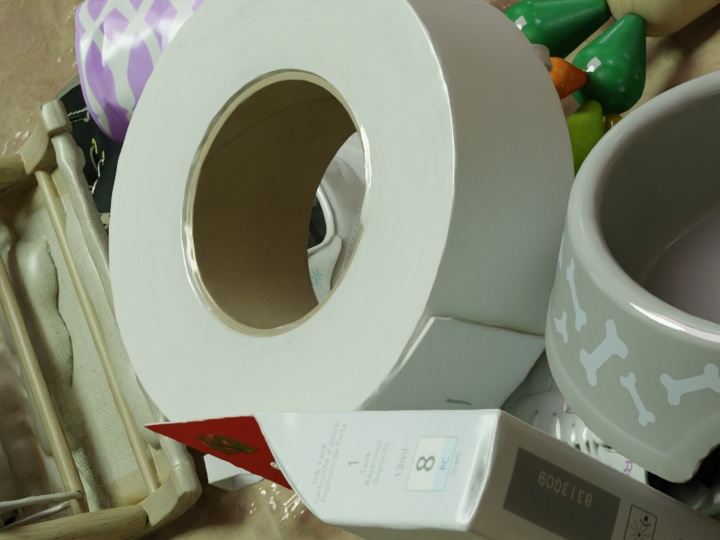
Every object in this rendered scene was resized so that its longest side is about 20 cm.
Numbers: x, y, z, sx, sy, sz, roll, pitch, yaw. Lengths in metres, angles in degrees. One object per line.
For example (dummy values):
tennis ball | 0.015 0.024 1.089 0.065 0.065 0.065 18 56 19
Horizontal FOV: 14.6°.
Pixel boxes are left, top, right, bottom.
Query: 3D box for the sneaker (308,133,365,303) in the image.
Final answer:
sneaker | -0.017 -0.034 1.336 0.075 0.088 0.200 -39 29 17

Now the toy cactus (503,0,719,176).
toy cactus | 0.104 -0.106 1.285 0.165 0.102 0.200 -23 29 5

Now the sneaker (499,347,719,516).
sneaker | 0.098 0.056 1.050 0.200 0.075 0.100 -19 17 43

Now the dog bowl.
dog bowl | 0.162 -0.005 0.975 0.200 0.059 0.200 -6 36 4

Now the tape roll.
tape roll | -0.010 -0.021 1.108 0.202 0.071 0.203 -12 73 44

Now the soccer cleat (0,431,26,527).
soccer cleat | -0.160 0.088 1.406 0.200 0.078 0.069 -58 -13 7

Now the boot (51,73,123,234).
boot | -0.134 -0.040 1.512 0.203 0.074 0.154 -8 41 45

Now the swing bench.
swing bench | -0.204 0.052 1.314 0.200 0.199 0.130 -15 -15 -22

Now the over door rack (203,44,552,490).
over door rack | 0.000 0.000 1.191 0.200 0.067 0.148 -18 74 25

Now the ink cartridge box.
ink cartridge box | 0.033 0.098 1.009 0.200 0.160 0.047 -6 64 50

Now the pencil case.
pencil case | -0.044 -0.118 1.415 0.200 0.085 0.084 -9 78 13
